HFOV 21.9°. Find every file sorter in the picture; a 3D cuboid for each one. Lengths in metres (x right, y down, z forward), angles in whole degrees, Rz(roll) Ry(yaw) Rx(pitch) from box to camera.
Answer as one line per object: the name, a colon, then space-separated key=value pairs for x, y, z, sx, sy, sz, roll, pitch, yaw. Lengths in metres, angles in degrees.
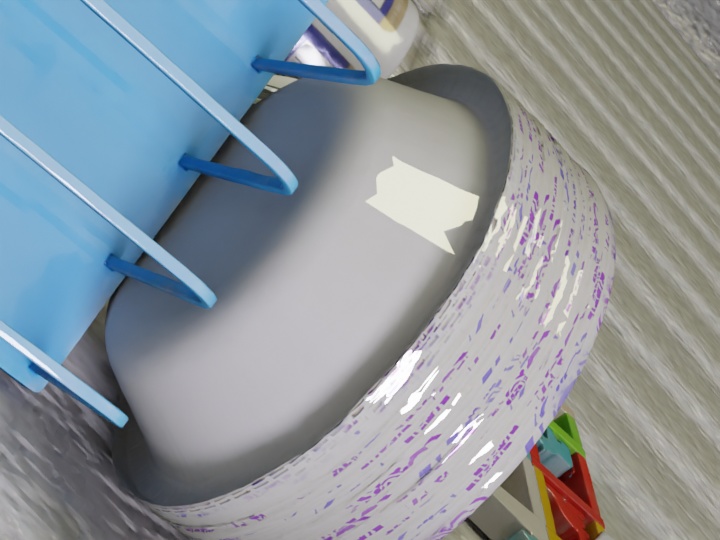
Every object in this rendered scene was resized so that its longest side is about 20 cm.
file sorter: x=-0.083 y=-0.069 z=0.614 sx=0.139 sy=0.201 sz=0.122 roll=41 pitch=-11 yaw=-28

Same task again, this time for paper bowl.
paper bowl: x=-0.014 y=0.008 z=0.680 sx=0.104 sy=0.200 sz=0.201 roll=41 pitch=21 yaw=-25

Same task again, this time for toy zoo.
toy zoo: x=0.084 y=0.104 z=1.005 sx=0.131 sy=0.020 sz=0.201 roll=42 pitch=21 yaw=-26

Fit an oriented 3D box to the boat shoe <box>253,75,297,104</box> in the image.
boat shoe: x=-0.063 y=-0.062 z=0.897 sx=0.199 sy=0.072 sz=0.068 roll=27 pitch=28 yaw=-45

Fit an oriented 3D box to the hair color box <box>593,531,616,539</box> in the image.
hair color box: x=0.148 y=0.212 z=0.785 sx=0.200 sy=0.064 sz=0.111 roll=37 pitch=28 yaw=15

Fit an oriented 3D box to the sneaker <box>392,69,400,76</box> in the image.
sneaker: x=0.006 y=-0.078 z=1.115 sx=0.200 sy=0.081 sz=0.084 roll=42 pitch=36 yaw=-5

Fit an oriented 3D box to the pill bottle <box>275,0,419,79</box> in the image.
pill bottle: x=-0.075 y=-0.165 z=0.981 sx=0.200 sy=0.119 sz=0.120 roll=45 pitch=20 yaw=-18
